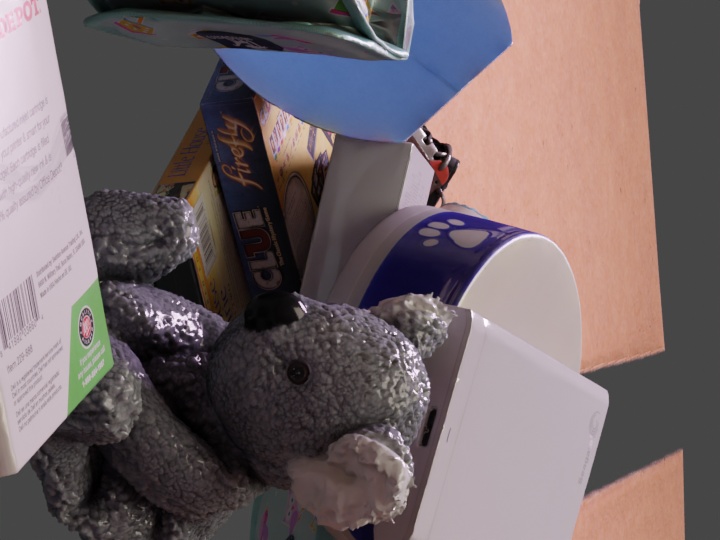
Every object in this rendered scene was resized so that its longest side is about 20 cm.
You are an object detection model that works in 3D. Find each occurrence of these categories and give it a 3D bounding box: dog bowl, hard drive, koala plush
[{"bbox_3d":[0.049,0.068,1.636,0.200,0.078,0.201,-31,127,-52],"label":"dog bowl"},{"bbox_3d":[0.076,0.106,1.591,0.200,0.026,0.133,29,75,-60],"label":"hard drive"},{"bbox_3d":[-0.053,0.066,1.471,0.178,0.199,0.185,-75,155,-51],"label":"koala plush"}]

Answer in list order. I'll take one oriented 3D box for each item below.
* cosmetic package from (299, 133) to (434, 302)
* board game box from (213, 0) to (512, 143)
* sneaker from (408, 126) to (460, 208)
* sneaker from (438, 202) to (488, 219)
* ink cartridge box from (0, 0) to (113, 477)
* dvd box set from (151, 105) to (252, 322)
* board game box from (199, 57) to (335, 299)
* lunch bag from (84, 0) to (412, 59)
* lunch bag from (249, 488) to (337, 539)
[{"bbox_3d":[0.000,0.000,1.728,0.200,0.051,0.152,31,70,-84],"label":"cosmetic package"},{"bbox_3d":[-0.008,-0.141,1.688,0.200,0.158,0.039,-44,168,-40],"label":"board game box"},{"bbox_3d":[0.030,-0.092,2.040,0.077,0.081,0.201,-67,149,-59],"label":"sneaker"},{"bbox_3d":[0.042,0.057,1.899,0.081,0.076,0.201,-36,136,-49],"label":"sneaker"},{"bbox_3d":[-0.182,-0.026,1.249,0.146,0.084,0.201,-51,134,-68],"label":"ink cartridge box"},{"bbox_3d":[-0.080,-0.014,1.712,0.200,0.029,0.147,-69,150,-59],"label":"dvd box set"},{"bbox_3d":[-0.046,-0.092,1.742,0.200,0.034,0.136,-72,152,-57],"label":"board game box"},{"bbox_3d":[-0.069,-0.186,1.523,0.201,0.169,0.122,71,31,-46],"label":"lunch bag"},{"bbox_3d":[-0.010,0.210,1.738,0.200,0.121,0.171,72,20,-55],"label":"lunch bag"}]
